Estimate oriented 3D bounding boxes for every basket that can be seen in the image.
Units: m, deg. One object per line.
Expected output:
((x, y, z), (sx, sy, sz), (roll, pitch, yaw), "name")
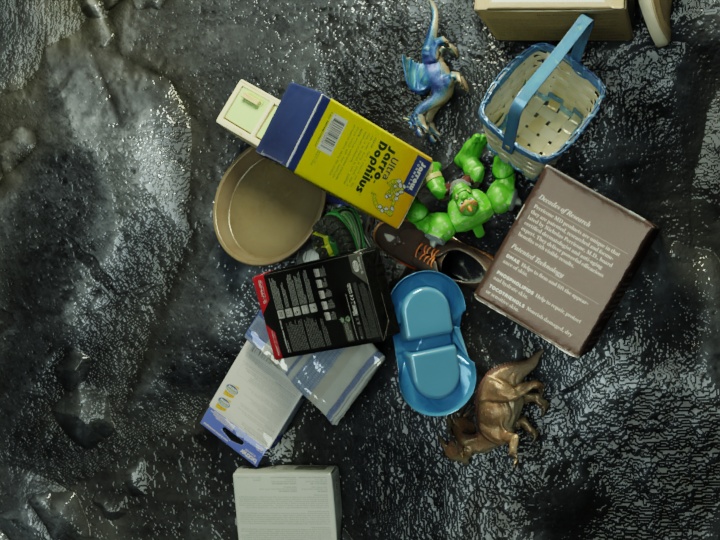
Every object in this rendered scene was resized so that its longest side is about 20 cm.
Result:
((0.239, -0.224, 1.573), (0.139, 0.200, 0.177), (38, 69, 11), "basket")

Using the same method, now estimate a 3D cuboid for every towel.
((-0.069, 0.111, 1.723), (0.200, 0.024, 0.147), (44, 119, 12), "towel")

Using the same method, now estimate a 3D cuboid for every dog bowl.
((0.095, 0.100, 1.658), (0.110, 0.050, 0.202), (-10, 93, -8), "dog bowl")

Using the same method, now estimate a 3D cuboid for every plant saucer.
((-0.131, -0.100, 1.768), (0.198, 0.029, 0.202), (-9, 70, 27), "plant saucer")

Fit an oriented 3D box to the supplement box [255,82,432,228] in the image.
((-0.021, -0.155, 1.614), (0.110, 0.199, 0.109), (-62, 31, 2), "supplement box")

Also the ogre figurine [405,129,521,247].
((0.144, -0.113, 1.679), (0.198, 0.098, 0.121), (-18, 65, -13), "ogre figurine")

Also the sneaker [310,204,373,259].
((0.000, 0.000, 1.699), (0.077, 0.085, 0.202), (0, 119, 33), "sneaker")

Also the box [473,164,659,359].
((0.281, -0.011, 1.600), (0.163, 0.166, 0.201), (31, 98, 15), "box")

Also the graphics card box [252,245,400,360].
((-0.049, 0.047, 1.649), (0.199, 0.051, 0.127), (-13, 93, 37), "graphics card box")

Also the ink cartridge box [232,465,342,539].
((-0.106, 0.396, 1.789), (0.161, 0.057, 0.203), (-3, 98, 17), "ink cartridge box")

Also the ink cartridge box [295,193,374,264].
((-0.039, -0.042, 1.765), (0.098, 0.039, 0.202), (13, 94, 17), "ink cartridge box")

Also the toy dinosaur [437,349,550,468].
((0.188, 0.193, 1.677), (0.134, 0.086, 0.202), (21, 91, 22), "toy dinosaur")

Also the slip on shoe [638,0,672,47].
((0.404, -0.406, 1.611), (0.060, 0.076, 0.202), (-11, 80, 22), "slip on shoe")

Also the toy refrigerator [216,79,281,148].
((-0.114, -0.201, 1.734), (0.199, 0.070, 0.076), (33, 91, 33), "toy refrigerator")

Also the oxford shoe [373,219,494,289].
((0.105, -0.028, 1.702), (0.198, 0.072, 0.072), (19, 96, 16), "oxford shoe")

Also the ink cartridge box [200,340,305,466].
((-0.145, 0.180, 1.798), (0.119, 0.042, 0.201), (33, 97, 13), "ink cartridge box")

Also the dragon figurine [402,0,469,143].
((0.093, -0.287, 1.711), (0.098, 0.059, 0.202), (-18, 86, 16), "dragon figurine")

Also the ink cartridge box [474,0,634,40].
((0.266, -0.364, 1.602), (0.198, 0.165, 0.076), (4, 87, 16), "ink cartridge box")

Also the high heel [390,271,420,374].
((0.093, 0.104, 1.695), (0.096, 0.067, 0.202), (-33, 77, 47), "high heel")
